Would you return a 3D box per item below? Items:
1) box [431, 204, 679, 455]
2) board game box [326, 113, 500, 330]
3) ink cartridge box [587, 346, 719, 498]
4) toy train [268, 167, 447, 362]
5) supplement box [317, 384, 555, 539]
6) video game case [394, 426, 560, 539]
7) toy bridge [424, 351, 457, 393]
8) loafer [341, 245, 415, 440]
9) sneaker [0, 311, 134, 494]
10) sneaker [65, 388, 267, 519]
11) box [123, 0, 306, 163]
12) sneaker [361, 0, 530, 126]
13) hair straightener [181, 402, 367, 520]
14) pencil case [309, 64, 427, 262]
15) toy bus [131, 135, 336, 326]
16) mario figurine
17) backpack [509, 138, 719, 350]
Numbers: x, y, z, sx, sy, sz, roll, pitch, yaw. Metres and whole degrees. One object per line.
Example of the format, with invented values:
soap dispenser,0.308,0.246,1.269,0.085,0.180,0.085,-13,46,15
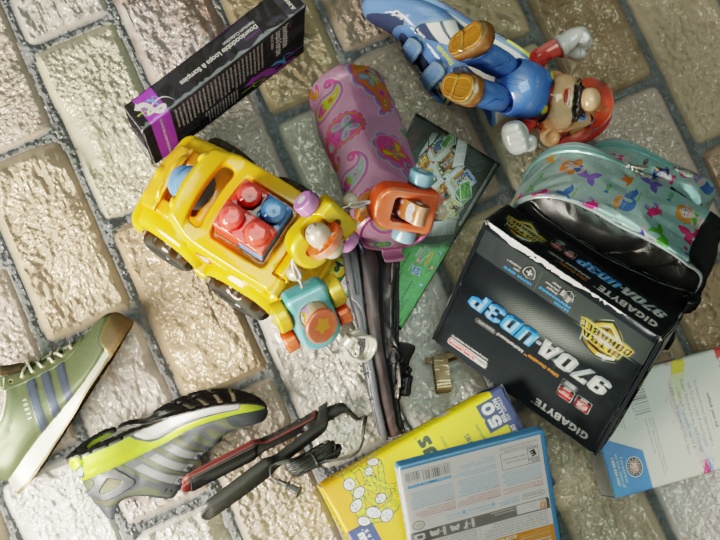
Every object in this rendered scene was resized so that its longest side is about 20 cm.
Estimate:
box,0.180,0.056,1.321,0.200,0.159,0.046,36,40,17
board game box,0.049,-0.051,1.430,0.105,0.023,0.200,32,81,0
ink cartridge box,0.326,0.146,1.400,0.199,0.067,0.117,-14,83,-5
toy train,0.000,0.000,1.266,0.150,0.056,0.201,11,108,-26
supplement box,0.070,0.207,1.353,0.199,0.110,0.109,-29,85,-7
video game case,0.116,0.256,1.294,0.142,0.018,0.201,-13,103,-12
toy bridge,0.164,0.080,1.414,0.199,0.027,0.068,-6,73,-2
loafer,0.027,0.064,1.372,0.063,0.072,0.201,-11,88,-2
sneaker,-0.311,0.112,1.359,0.090,0.067,0.201,33,85,-4
sneaker,-0.183,0.176,1.369,0.199,0.074,0.081,-21,103,-6
box,-0.140,-0.191,1.375,0.200,0.143,0.036,-37,85,-8
sneaker,0.084,-0.221,1.431,0.199,0.074,0.082,28,84,1
hair straightener,-0.071,0.192,1.360,0.199,0.041,0.077,-24,62,-25
pencil case,0.010,-0.108,1.371,0.087,0.088,0.201,-16,58,-6
toy bus,-0.124,-0.052,1.332,0.200,0.192,0.136,32,83,6
mario figurine,0.180,-0.178,1.358,0.199,0.106,0.124,13,118,-39
backpack,0.240,-0.037,1.367,0.199,0.178,0.151,22,59,4
